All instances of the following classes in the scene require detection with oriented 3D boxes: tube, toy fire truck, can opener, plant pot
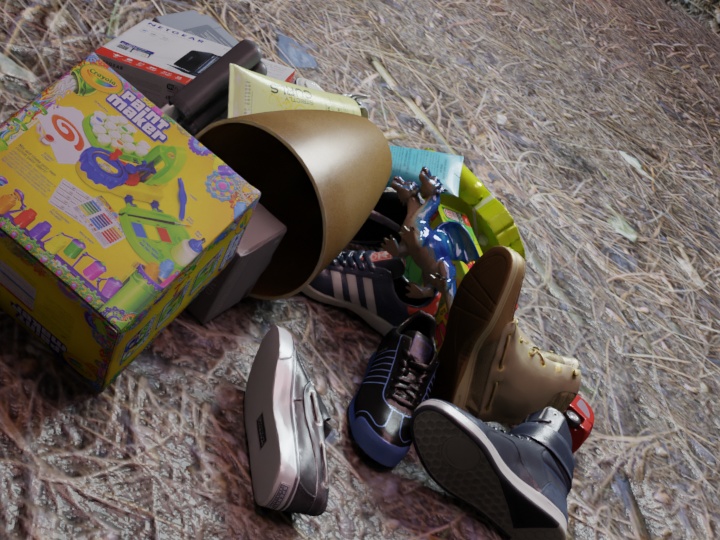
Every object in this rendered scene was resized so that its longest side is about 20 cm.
[{"bbox_3d":[0.019,-0.124,1.606,0.197,0.051,0.078,8,46,3],"label":"tube"},{"bbox_3d":[0.193,0.115,1.596,0.200,0.049,0.141,41,27,7],"label":"toy fire truck"},{"bbox_3d":[-0.188,-0.177,1.469,0.066,0.199,0.053,44,-16,30],"label":"can opener"},{"bbox_3d":[-0.058,-0.092,1.445,0.186,0.187,0.200,42,37,12],"label":"plant pot"},{"bbox_3d":[-0.077,-0.174,1.515,0.199,0.052,0.058,2,50,-52],"label":"tube"}]

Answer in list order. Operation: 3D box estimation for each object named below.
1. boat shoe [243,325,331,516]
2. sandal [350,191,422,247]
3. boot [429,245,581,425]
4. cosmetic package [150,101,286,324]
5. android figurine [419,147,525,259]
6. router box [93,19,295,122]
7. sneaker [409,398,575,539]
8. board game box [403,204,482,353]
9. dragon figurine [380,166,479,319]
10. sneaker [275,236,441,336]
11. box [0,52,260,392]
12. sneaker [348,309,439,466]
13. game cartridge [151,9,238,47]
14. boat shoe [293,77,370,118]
[{"bbox_3d":[-0.060,0.135,1.250,0.067,0.072,0.201,20,34,-24],"label":"boat shoe"},{"bbox_3d":[-0.007,-0.057,1.613,0.198,0.077,0.043,8,39,-25],"label":"sandal"},{"bbox_3d":[0.167,0.077,1.447,0.154,0.202,0.073,9,18,-28],"label":"boot"},{"bbox_3d":[-0.181,-0.058,1.363,0.200,0.107,0.090,43,38,14],"label":"cosmetic package"},{"bbox_3d":[0.136,-0.059,1.689,0.041,0.183,0.200,-31,57,-13],"label":"android figurine"},{"bbox_3d":[-0.192,-0.220,1.598,0.198,0.049,0.180,19,24,3],"label":"router box"},{"bbox_3d":[0.137,0.172,1.391,0.202,0.077,0.147,45,36,-14],"label":"sneaker"},{"bbox_3d":[0.101,0.027,1.568,0.047,0.102,0.201,19,32,-29],"label":"board game box"},{"bbox_3d":[0.086,-0.016,1.484,0.099,0.059,0.201,-31,89,-46],"label":"dragon figurine"},{"bbox_3d":[0.000,0.000,1.511,0.199,0.085,0.075,28,29,-15],"label":"sneaker"},{"bbox_3d":[-0.229,-0.043,1.198,0.200,0.122,0.193,40,57,6],"label":"box"},{"bbox_3d":[0.039,0.112,1.392,0.070,0.078,0.201,30,28,-11],"label":"sneaker"},{"bbox_3d":[-0.174,-0.253,1.755,0.200,0.041,0.133,42,25,10],"label":"game cartridge"},{"bbox_3d":[-0.015,-0.199,1.798,0.074,0.086,0.202,-2,47,-50],"label":"boat shoe"}]
